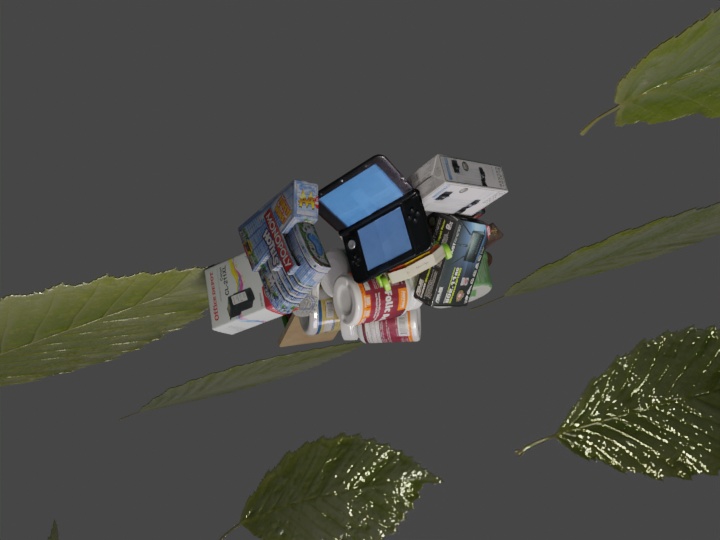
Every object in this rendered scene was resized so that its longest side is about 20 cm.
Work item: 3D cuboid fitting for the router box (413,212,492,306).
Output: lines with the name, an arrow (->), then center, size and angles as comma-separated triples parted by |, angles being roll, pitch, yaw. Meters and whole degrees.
router box -> 0.210, -0.022, 1.315 | 0.147, 0.207, 0.061 | 3, -163, -46

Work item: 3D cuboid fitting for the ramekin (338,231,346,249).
ramekin -> 0.052, -0.072, 1.310 | 0.195, 0.097, 0.203 | -14, 163, -4

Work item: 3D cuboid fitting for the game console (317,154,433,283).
game console -> 0.016, -0.089, 1.107 | 0.196, 0.178, 0.117 | -25, 163, 33

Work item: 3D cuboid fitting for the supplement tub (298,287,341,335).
supplement tub -> -0.070, 0.095, 1.629 | 0.193, 0.150, 0.145 | -6, 161, -22

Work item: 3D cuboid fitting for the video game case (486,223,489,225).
video game case -> 0.210, -0.060, 1.467 | 0.196, 0.024, 0.181 | -14, 165, -44

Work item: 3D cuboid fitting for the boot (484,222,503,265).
boot -> 0.352, -0.068, 1.638 | 0.181, 0.066, 0.200 | -7, 156, -30

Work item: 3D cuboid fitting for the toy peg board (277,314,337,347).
toy peg board -> -0.150, 0.131, 1.803 | 0.194, 0.100, 0.201 | -4, 144, -32

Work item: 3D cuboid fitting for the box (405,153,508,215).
box -> 0.195, -0.171, 1.186 | 0.195, 0.062, 0.116 | 0, 157, -40

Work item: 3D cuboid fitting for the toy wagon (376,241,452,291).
toy wagon -> 0.102, -0.016, 1.216 | 0.151, 0.041, 0.200 | -27, -171, -5

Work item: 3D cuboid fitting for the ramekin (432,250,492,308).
ramekin -> 0.263, 0.027, 1.582 | 0.193, 0.101, 0.201 | -13, 163, -4

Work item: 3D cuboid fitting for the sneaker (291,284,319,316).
sneaker -> -0.120, 0.025, 1.372 | 0.072, 0.088, 0.204 | 19, 125, -7

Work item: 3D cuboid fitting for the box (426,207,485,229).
box -> 0.198, -0.111, 1.410 | 0.107, 0.036, 0.199 | -3, 159, -34

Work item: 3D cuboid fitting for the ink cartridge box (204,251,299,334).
ink cartridge box -> -0.249, 0.042, 1.321 | 0.195, 0.151, 0.082 | -21, 161, 19

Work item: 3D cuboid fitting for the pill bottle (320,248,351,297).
pill bottle -> 0.000, 0.000, 1.440 | 0.196, 0.117, 0.112 | -7, 163, -47

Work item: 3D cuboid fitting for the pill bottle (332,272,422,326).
pill bottle -> 0.044, 0.054, 1.321 | 0.194, 0.118, 0.114 | -9, 163, -32

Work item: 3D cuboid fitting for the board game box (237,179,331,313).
board game box -> -0.136, -0.060, 1.098 | 0.060, 0.204, 0.200 | 2, 142, -44

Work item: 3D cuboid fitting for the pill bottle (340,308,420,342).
pill bottle -> 0.052, 0.123, 1.467 | 0.192, 0.119, 0.114 | -3, 165, 12
